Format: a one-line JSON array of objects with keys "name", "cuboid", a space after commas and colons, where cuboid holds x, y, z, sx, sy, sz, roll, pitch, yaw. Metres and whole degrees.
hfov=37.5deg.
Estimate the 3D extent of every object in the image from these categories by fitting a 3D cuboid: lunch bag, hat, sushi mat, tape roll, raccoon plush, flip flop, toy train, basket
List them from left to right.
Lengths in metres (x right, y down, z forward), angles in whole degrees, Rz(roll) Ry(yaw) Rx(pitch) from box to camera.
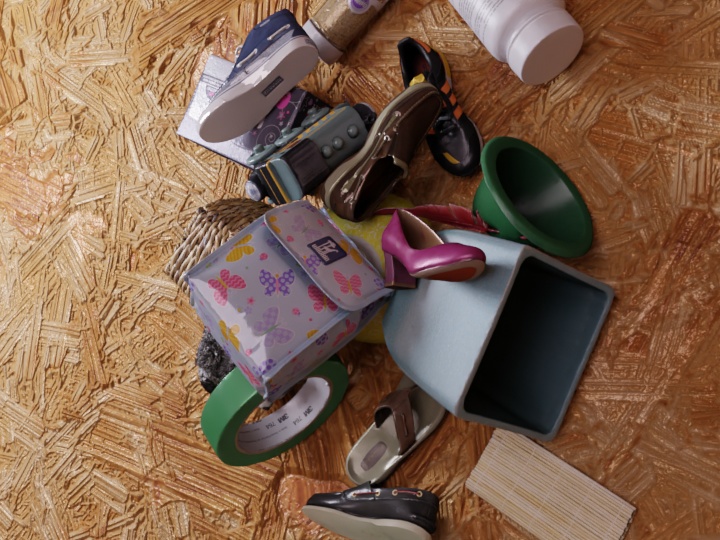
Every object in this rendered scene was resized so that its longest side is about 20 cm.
[{"name": "raccoon plush", "cuboid": [-0.156, 0.093, 1.461, 0.132, 0.097, 0.203, -14, 90, 23]}, {"name": "basket", "cuboid": [-0.131, 0.000, 1.415, 0.149, 0.199, 0.144, 43, 108, 32]}, {"name": "tape roll", "cuboid": [-0.109, 0.170, 1.368, 0.201, 0.200, 0.048, -48, 60, 14]}, {"name": "lunch bag", "cuboid": [-0.084, 0.023, 1.258, 0.199, 0.128, 0.170, -35, 73, -18]}, {"name": "toy train", "cuboid": [-0.060, -0.153, 1.373, 0.113, 0.199, 0.086, -5, 119, 52]}, {"name": "flip flop", "cuboid": [0.043, 0.195, 1.353, 0.201, 0.057, 0.081, -51, 59, 13]}, {"name": "hat", "cuboid": [0.160, -0.051, 1.305, 0.176, 0.164, 0.201, -46, 70, 38]}, {"name": "sushi mat", "cuboid": [0.222, 0.269, 1.255, 0.199, 0.012, 0.097, 31, 96, 33]}]

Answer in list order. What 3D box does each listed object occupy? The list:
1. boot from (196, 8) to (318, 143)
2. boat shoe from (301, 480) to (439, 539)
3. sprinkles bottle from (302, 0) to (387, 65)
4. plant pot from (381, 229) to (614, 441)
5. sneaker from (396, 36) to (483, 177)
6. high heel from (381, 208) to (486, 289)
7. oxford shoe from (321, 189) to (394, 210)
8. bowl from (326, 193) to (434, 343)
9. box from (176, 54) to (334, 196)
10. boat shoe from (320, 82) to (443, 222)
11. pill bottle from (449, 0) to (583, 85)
[{"name": "boot", "cuboid": [-0.150, -0.262, 1.435, 0.199, 0.073, 0.091, -36, 54, 7]}, {"name": "boat shoe", "cuboid": [0.013, 0.305, 1.349, 0.199, 0.074, 0.064, -4, 51, 38]}, {"name": "sprinkles bottle", "cuboid": [0.000, -0.385, 1.494, 0.200, 0.068, 0.069, -46, 61, 15]}, {"name": "plant pot", "cuboid": [0.140, 0.060, 1.252, 0.199, 0.195, 0.198, 25, 93, 47]}, {"name": "sneaker", "cuboid": [0.094, -0.215, 1.387, 0.069, 0.090, 0.203, -28, 66, 23]}, {"name": "high heel", "cuboid": [0.076, -0.035, 1.166, 0.199, 0.067, 0.098, -11, 73, 60]}, {"name": "oxford shoe", "cuboid": [0.025, -0.128, 1.431, 0.071, 0.071, 0.201, 39, 113, 12]}, {"name": "bowl", "cuboid": [0.000, 0.000, 1.362, 0.197, 0.107, 0.204, 2, 95, 24]}, {"name": "box", "cuboid": [-0.143, -0.211, 1.518, 0.198, 0.114, 0.134, 26, 93, 32]}, {"name": "boat shoe", "cuboid": [0.042, -0.140, 1.318, 0.203, 0.075, 0.075, -51, 46, 1]}, {"name": "pill bottle", "cuboid": [0.188, -0.338, 1.342, 0.113, 0.113, 0.201, -42, 61, 17]}]
